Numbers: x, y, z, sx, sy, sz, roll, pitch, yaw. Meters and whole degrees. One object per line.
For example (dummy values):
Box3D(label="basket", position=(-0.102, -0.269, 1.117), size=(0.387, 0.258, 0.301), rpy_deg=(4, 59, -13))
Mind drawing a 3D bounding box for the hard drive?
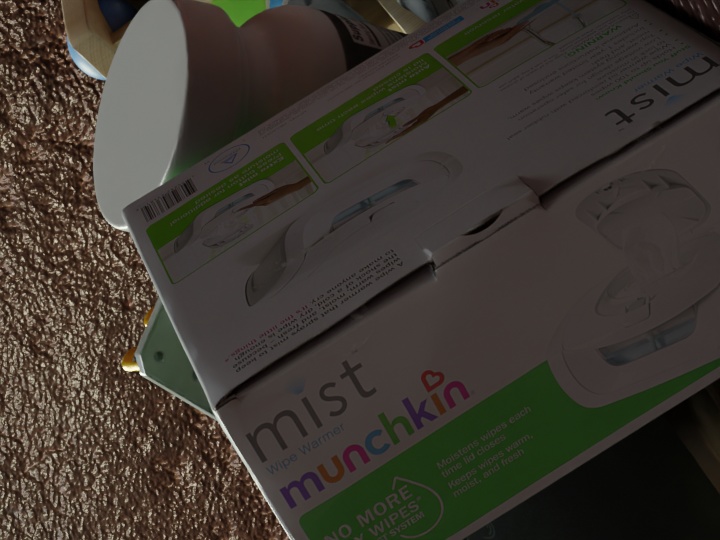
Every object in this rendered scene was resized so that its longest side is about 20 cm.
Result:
Box3D(label="hard drive", position=(0.075, 0.084, 0.829), size=(0.199, 0.033, 0.140), rpy_deg=(9, -141, -45))

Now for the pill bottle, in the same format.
Box3D(label="pill bottle", position=(-0.004, -0.045, 0.815), size=(0.198, 0.117, 0.116), rpy_deg=(11, -154, -29))

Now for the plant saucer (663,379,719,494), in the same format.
Box3D(label="plant saucer", position=(0.154, 0.058, 0.887), size=(0.201, 0.029, 0.200), rpy_deg=(61, 177, 5))

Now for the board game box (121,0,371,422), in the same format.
Box3D(label="board game box", position=(0.000, 0.000, 0.913), size=(0.199, 0.202, 0.026), rpy_deg=(34, 157, -34))

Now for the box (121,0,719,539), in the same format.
Box3D(label="box", position=(0.034, -0.009, 0.673), size=(0.097, 0.199, 0.177), rpy_deg=(61, 176, -28))

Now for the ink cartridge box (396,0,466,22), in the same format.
Box3D(label="ink cartridge box", position=(0.010, -0.189, 0.797), size=(0.201, 0.047, 0.160), rpy_deg=(60, 178, -23))

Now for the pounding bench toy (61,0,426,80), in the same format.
Box3D(label="pounding bench toy", position=(-0.074, -0.173, 0.989), size=(0.124, 0.155, 0.201), rpy_deg=(44, -159, -42))
